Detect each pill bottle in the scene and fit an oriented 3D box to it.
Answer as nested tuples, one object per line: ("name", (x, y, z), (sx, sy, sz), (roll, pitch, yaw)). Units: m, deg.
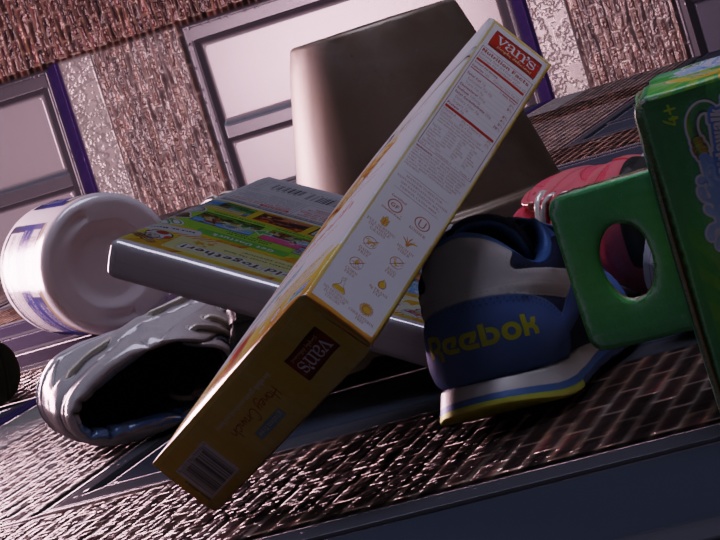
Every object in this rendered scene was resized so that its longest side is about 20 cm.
("pill bottle", (-0.227, -0.004, 2.051), (0.111, 0.111, 0.200), (-19, 6, -20))

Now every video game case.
("video game case", (0.000, 0.000, 1.305), (0.200, 0.023, 0.182), (16, 18, 20))

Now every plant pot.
("plant pot", (0.032, -0.082, 1.706), (0.200, 0.174, 0.200), (-18, 6, 2))

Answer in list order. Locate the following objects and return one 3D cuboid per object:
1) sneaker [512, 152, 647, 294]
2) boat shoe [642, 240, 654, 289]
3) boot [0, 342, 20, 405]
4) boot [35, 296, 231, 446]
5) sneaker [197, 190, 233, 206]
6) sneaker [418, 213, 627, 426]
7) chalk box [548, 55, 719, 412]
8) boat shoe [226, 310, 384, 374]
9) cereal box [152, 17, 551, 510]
("sneaker", (0.117, -0.018, 1.268), (0.087, 0.074, 0.200), (-6, -1, 6))
("boat shoe", (0.205, -0.022, 1.187), (0.062, 0.072, 0.200), (17, 29, 33))
("boot", (-0.332, 0.083, 1.790), (0.175, 0.066, 0.200), (-6, 2, -19))
("boot", (-0.075, 0.044, 1.384), (0.200, 0.074, 0.096), (-27, 14, -13))
("sneaker", (-0.047, -0.024, 2.003), (0.200, 0.081, 0.083), (-3, 0, 35))
("sneaker", (0.072, 0.010, 1.126), (0.074, 0.082, 0.200), (-18, 4, 14))
("chalk box", (0.171, -0.025, 0.943), (0.200, 0.125, 0.124), (-17, 5, 11))
("boat shoe", (0.002, 0.017, 1.368), (0.073, 0.062, 0.200), (-17, 3, 43))
("cereal box", (-0.002, -0.004, 1.079), (0.144, 0.039, 0.200), (-49, 6, 45))
